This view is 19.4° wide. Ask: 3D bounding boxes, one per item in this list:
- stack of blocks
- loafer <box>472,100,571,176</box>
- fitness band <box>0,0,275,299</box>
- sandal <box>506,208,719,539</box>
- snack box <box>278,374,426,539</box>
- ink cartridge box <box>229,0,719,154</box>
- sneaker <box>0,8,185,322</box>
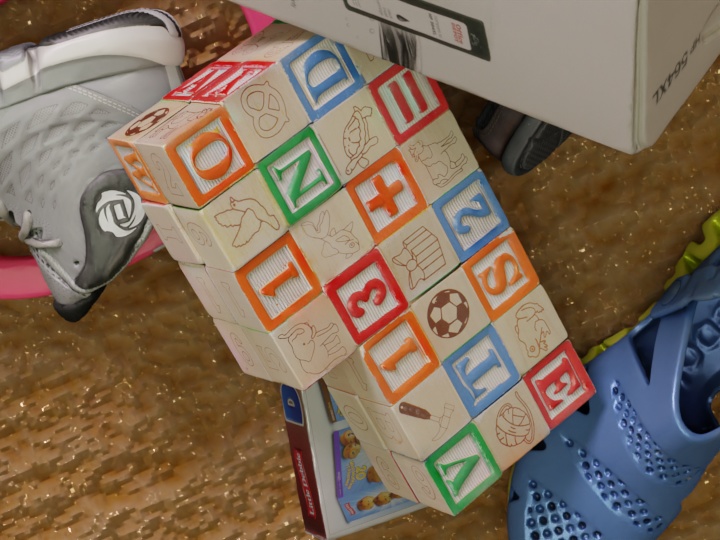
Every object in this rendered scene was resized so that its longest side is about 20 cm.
[{"bbox_3d":[0.000,0.000,0.858,0.115,0.058,0.201,-38,112,-20],"label":"stack of blocks"},{"bbox_3d":[0.103,-0.134,0.879,0.063,0.072,0.201,37,94,14],"label":"loafer"},{"bbox_3d":[-0.121,-0.073,0.907,0.199,0.037,0.144,-27,96,5],"label":"fitness band"},{"bbox_3d":[0.131,0.056,0.898,0.079,0.087,0.201,33,102,-7],"label":"sandal"},{"bbox_3d":[-0.005,0.010,0.905,0.071,0.024,0.202,-16,103,-28],"label":"snack box"},{"bbox_3d":[0.051,-0.147,0.790,0.199,0.146,0.085,22,144,23],"label":"ink cartridge box"},{"bbox_3d":[-0.156,-0.027,0.861,0.198,0.075,0.116,-16,100,4],"label":"sneaker"}]
